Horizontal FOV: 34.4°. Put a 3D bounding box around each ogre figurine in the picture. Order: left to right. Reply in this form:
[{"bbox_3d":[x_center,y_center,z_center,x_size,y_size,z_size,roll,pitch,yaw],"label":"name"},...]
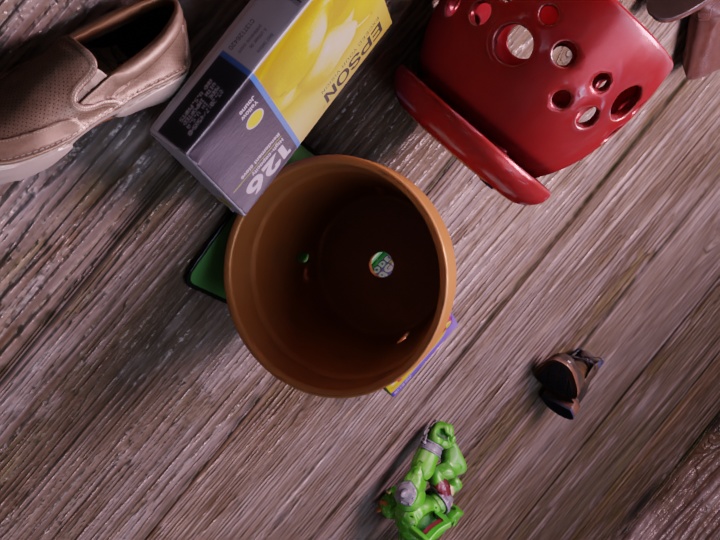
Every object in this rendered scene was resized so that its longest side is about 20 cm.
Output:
[{"bbox_3d":[0.089,0.301,1.550,0.120,0.098,0.201,-44,162,-36],"label":"ogre figurine"}]

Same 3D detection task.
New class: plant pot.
[{"bbox_3d":[0.000,0.000,1.018,0.201,0.199,0.140,-60,164,15],"label":"plant pot"},{"bbox_3d":[0.139,-0.173,1.014,0.183,0.201,0.200,-49,150,9],"label":"plant pot"}]

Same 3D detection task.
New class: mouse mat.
[{"bbox_3d":[-0.065,-0.028,1.075,0.161,0.008,0.200,-54,149,3],"label":"mouse mat"}]

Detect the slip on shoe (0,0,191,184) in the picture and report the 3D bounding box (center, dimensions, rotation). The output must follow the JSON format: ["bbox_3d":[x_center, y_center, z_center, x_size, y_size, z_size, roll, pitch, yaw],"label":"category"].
[{"bbox_3d":[-0.187,-0.120,0.741,0.199,0.076,0.061,-30,152,-37],"label":"slip on shoe"}]

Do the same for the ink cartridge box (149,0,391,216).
[{"bbox_3d":[-0.053,-0.139,0.882,0.198,0.047,0.200,-54,162,-4],"label":"ink cartridge box"}]

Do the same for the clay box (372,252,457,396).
[{"bbox_3d":[0.032,0.048,1.248,0.115,0.048,0.200,-48,150,-8],"label":"clay box"}]

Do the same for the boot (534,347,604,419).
[{"bbox_3d":[0.311,0.141,1.718,0.097,0.074,0.200,-55,159,-17],"label":"boot"}]

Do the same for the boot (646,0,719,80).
[{"bbox_3d":[0.397,-0.286,1.380,0.186,0.064,0.201,-38,152,-18],"label":"boot"}]
